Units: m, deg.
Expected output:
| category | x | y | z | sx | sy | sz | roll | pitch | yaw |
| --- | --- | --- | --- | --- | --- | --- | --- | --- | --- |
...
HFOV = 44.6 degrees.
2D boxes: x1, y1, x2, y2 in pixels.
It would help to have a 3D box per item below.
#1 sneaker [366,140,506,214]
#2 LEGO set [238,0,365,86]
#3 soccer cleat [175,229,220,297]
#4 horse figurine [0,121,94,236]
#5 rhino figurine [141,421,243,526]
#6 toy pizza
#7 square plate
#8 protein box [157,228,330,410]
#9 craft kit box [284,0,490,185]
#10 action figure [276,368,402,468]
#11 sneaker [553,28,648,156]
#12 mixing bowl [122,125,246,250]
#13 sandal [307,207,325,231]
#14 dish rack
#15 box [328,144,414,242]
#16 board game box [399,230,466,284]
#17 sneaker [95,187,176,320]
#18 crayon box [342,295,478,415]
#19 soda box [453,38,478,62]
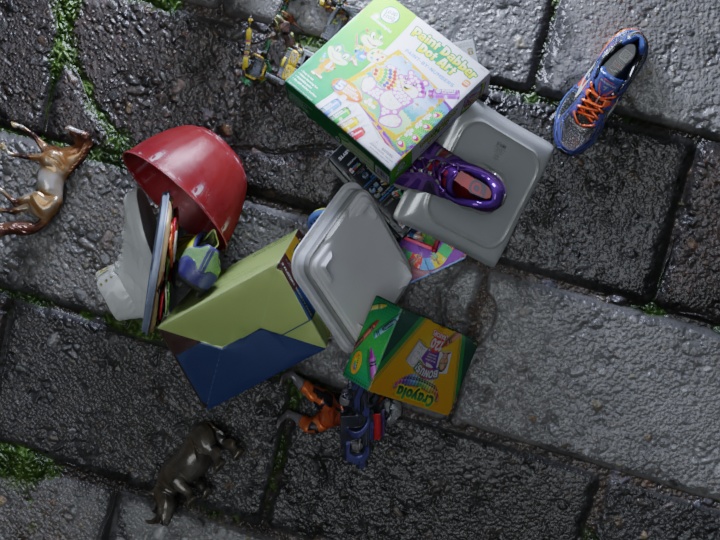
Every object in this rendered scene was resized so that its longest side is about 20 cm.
| category | x | y | z | sx | sy | sz | roll | pitch | yaw |
| --- | --- | --- | --- | --- | --- | --- | --- | --- | --- |
| sneaker | 0.101 | -0.134 | 1.156 | 0.196 | 0.083 | 0.082 | 19 | 97 | 6 |
| LEGO set | -0.095 | -0.341 | 1.269 | 0.152 | 0.116 | 0.202 | 34 | 98 | 4 |
| soccer cleat | -0.226 | -0.025 | 1.256 | 0.064 | 0.200 | 0.085 | 30 | 97 | -18 |
| horse figurine | -0.505 | -0.140 | 1.374 | 0.130 | 0.050 | 0.204 | 17 | 89 | -11 |
| rhino figurine | -0.275 | 0.324 | 1.380 | 0.087 | 0.060 | 0.201 | 44 | 101 | 22 |
| toy pizza | -0.275 | -0.010 | 1.221 | 0.031 | 0.200 | 0.205 | 9 | 97 | -14 |
| square plate | 0.168 | -0.123 | 1.243 | 0.197 | 0.028 | 0.201 | 23 | 99 | -30 |
| protein box | -0.152 | 0.064 | 1.261 | 0.196 | 0.200 | 0.137 | -27 | 102 | 10 |
| craft kit box | 0.036 | -0.244 | 1.157 | 0.199 | 0.049 | 0.197 | 40 | 72 | 18 |
| action figure | -0.026 | 0.186 | 1.315 | 0.189 | 0.105 | 0.204 | 11 | 120 | 2 |
| sneaker | 0.336 | -0.255 | 1.234 | 0.074 | 0.078 | 0.203 | 30 | 98 | 5 |
| mixing bowl | -0.239 | -0.137 | 1.287 | 0.199 | 0.200 | 0.109 | 39 | 74 | 3 |
| sandal | -0.023 | 0.002 | 1.297 | 0.079 | 0.087 | 0.203 | -31 | 87 | 37 |
| dish rack | 0.000 | 0.000 | 1.212 | 0.043 | 0.201 | 0.173 | 10 | 54 | 43 |
| box | 0.074 | -0.169 | 1.272 | 0.200 | 0.046 | 0.159 | -45 | 87 | -6 |
| board game box | 0.072 | -0.065 | 1.307 | 0.197 | 0.039 | 0.161 | -24 | 91 | 10 |
| sneaker | -0.362 | -0.018 | 1.349 | 0.113 | 0.074 | 0.205 | -9 | 103 | 8 |
| crayon box | 0.075 | 0.124 | 1.242 | 0.058 | 0.198 | 0.121 | 23 | 89 | 43 |
| soda box | 0.068 | -0.261 | 1.227 | 0.195 | 0.064 | 0.070 | -13 | 83 | -2 |
